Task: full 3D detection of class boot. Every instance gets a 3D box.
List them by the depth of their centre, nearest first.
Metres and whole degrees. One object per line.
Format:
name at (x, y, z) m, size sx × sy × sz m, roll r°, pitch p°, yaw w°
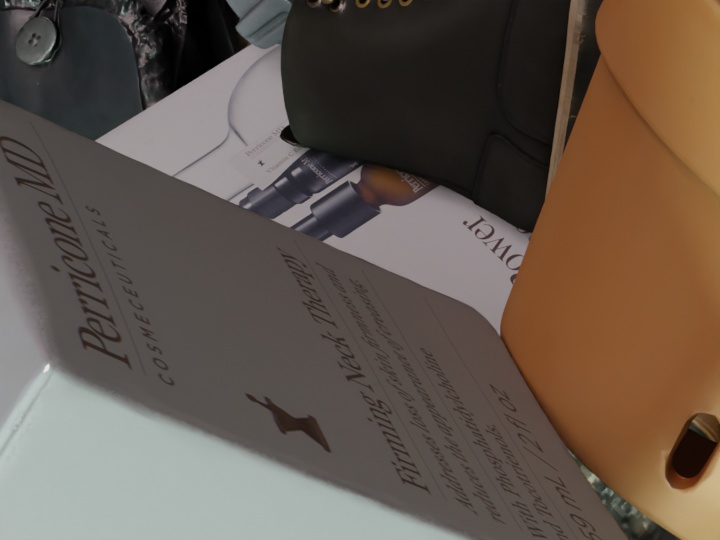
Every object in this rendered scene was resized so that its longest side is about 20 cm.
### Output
boot at (0.034, -0.104, 0.907) m, size 0.138 × 0.077 × 0.201 m, roll 18°, pitch 122°, yaw 22°
boot at (-0.143, -0.051, 1.142) m, size 0.168 × 0.076 × 0.201 m, roll 4°, pitch 68°, yaw 34°

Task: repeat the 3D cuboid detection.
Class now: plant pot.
plant pot at (0.136, 0.001, 0.829) m, size 0.200 × 0.200 × 0.140 m, roll 48°, pitch 116°, yaw 32°

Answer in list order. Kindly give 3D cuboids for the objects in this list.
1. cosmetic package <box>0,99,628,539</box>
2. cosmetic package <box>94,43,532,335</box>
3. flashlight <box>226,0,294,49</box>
cosmetic package at (-0.058, 0.082, 0.746) m, size 0.167 × 0.200 × 0.167 m, roll -57°, pitch 31°, yaw 16°
cosmetic package at (0.000, 0.000, 0.986) m, size 0.151 × 0.052 × 0.200 m, roll -35°, pitch 56°, yaw -16°
flashlight at (0.028, -0.147, 0.951) m, size 0.200 × 0.068 × 0.068 m, roll -34°, pitch 88°, yaw 41°
